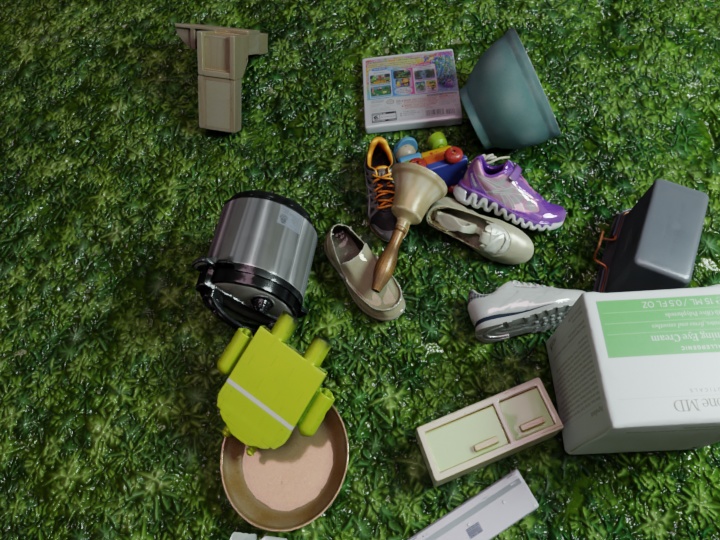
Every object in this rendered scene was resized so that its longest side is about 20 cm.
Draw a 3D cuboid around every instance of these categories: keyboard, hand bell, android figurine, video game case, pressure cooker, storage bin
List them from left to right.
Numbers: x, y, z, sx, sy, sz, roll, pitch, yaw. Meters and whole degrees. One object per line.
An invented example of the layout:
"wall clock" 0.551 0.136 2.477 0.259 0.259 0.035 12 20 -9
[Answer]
"pressure cooker" -0.166 -0.001 0.879 0.169 0.180 0.207 7 64 6
"android figurine" -0.129 0.170 0.802 0.179 0.041 0.204 31 89 5
"hand bell" 0.063 -0.059 0.894 0.101 0.105 0.206 18 74 14
"video game case" 0.102 -0.366 1.116 0.192 0.024 0.188 -5 63 5
"keyboard" 0.155 0.356 0.767 0.195 0.011 0.057 -29 70 -8
"storage bin" 0.451 -0.037 0.856 0.141 0.136 0.204 21 67 15

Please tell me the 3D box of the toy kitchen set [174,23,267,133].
"toy kitchen set" -0.302 -0.412 1.154 0.157 0.187 0.201 9 25 7

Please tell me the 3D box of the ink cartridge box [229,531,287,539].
"ink cartridge box" -0.126 0.442 0.688 0.123 0.130 0.203 -29 63 -9

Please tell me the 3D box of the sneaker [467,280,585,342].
"sneaker" 0.268 0.051 0.871 0.192 0.078 0.083 -9 53 0

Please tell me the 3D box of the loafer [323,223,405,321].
"loafer" 0.000 0.000 0.922 0.075 0.069 0.200 -38 66 -13

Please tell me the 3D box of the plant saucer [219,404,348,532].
"plant saucer" -0.110 0.276 0.818 0.192 0.036 0.207 -3 63 5

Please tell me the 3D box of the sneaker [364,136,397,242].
"sneaker" 0.040 -0.146 0.985 0.075 0.078 0.207 -11 65 -2

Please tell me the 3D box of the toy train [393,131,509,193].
"toy train" 0.160 -0.210 1.008 0.193 0.086 0.118 -17 50 -2

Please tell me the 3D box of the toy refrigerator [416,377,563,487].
"toy refrigerator" 0.182 0.232 0.789 0.193 0.071 0.078 -20 63 -5

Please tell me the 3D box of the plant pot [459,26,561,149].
"plant pot" 0.259 -0.304 0.991 0.131 0.199 0.207 -26 60 22

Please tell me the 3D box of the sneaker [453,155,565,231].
"sneaker" 0.259 -0.136 0.934 0.194 0.091 0.081 22 26 10

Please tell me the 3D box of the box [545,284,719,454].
"box" 0.380 0.141 0.740 0.191 0.202 0.178 -3 65 3

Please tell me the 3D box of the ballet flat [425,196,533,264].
"ballet flat" 0.196 -0.064 0.931 0.196 0.070 0.070 27 69 23
